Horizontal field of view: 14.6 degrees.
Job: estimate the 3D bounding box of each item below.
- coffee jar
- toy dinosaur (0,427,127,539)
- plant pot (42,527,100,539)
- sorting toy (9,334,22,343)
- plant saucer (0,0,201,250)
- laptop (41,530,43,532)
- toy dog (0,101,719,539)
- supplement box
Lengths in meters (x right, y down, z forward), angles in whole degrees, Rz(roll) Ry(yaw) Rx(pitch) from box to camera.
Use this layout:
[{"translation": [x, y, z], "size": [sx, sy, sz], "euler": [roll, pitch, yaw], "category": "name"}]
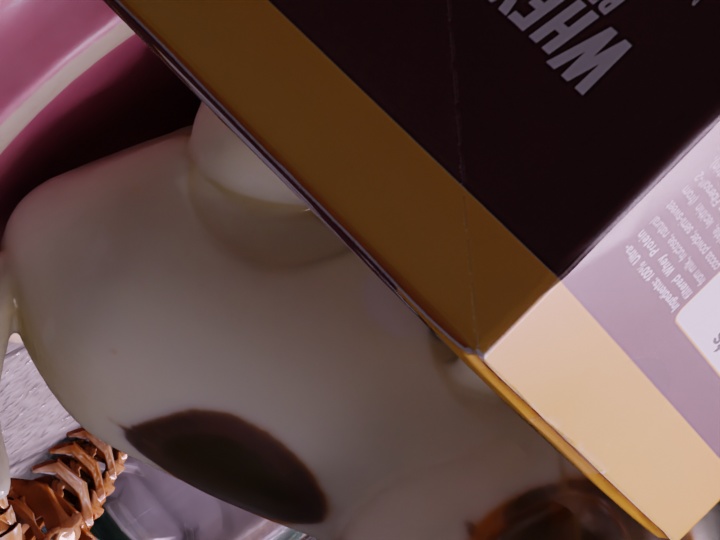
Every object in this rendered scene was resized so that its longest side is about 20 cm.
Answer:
[{"translation": [-0.089, 0.129, 1.209], "size": [0.104, 0.085, 0.200], "euler": [-34, 164, -33], "category": "coffee jar"}, {"translation": [-0.143, 0.078, 0.812], "size": [0.102, 0.136, 0.200], "euler": [-46, 164, 20], "category": "toy dinosaur"}, {"translation": [-0.148, 0.179, 1.015], "size": [0.200, 0.201, 0.161], "euler": [-27, 153, -41], "category": "plant pot"}, {"translation": [-0.020, -0.040, 0.965], "size": [0.185, 0.036, 0.200], "euler": [-44, 165, 18], "category": "sorting toy"}, {"translation": [-0.074, -0.054, 0.759], "size": [0.200, 0.051, 0.201], "euler": [-37, 166, -10], "category": "plant saucer"}, {"translation": [-0.179, 0.141, 0.862], "size": [0.177, 0.200, 0.103], "euler": [-31, 146, -33], "category": "laptop"}, {"translation": [0.010, 0.034, 0.730], "size": [0.194, 0.200, 0.140], "euler": [-30, 163, -34], "category": "toy dog"}, {"translation": [0.052, -0.092, 0.583], "size": [0.200, 0.197, 0.133], "euler": [-45, 151, 1], "category": "supplement box"}]
